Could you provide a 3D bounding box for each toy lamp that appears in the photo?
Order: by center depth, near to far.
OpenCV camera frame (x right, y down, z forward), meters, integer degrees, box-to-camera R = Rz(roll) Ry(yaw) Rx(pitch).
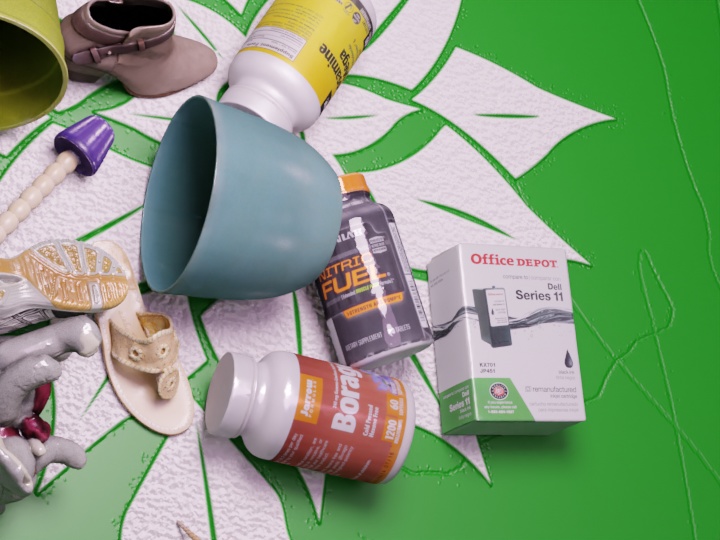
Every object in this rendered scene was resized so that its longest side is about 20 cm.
[{"bbox_3d":[-0.323,-0.080,1.685,0.058,0.058,0.200,43,64,-7],"label":"toy lamp"}]

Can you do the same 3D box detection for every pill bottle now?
[{"bbox_3d":[-0.052,0.146,1.709,0.198,0.112,0.113,15,69,-21],"label":"pill bottle"},{"bbox_3d":[0.000,0.000,1.784,0.105,0.106,0.202,-14,80,-28],"label":"pill bottle"},{"bbox_3d":[-0.073,-0.224,1.814,0.112,0.112,0.201,37,63,-10],"label":"pill bottle"}]

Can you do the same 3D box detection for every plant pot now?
[{"bbox_3d":[-0.383,-0.274,1.652,0.198,0.200,0.195,11,58,-22],"label":"plant pot"},{"bbox_3d":[-0.114,-0.060,1.701,0.160,0.200,0.203,13,69,-26],"label":"plant pot"}]

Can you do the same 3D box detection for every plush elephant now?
[{"bbox_3d":[-0.323,0.145,1.560,0.199,0.164,0.156,-19,91,-30],"label":"plush elephant"}]

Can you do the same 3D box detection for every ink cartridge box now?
[{"bbox_3d":[0.160,0.076,1.848,0.145,0.083,0.202,2,73,-25],"label":"ink cartridge box"}]

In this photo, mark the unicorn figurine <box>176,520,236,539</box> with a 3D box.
[{"bbox_3d":[-0.087,0.328,1.657,0.136,0.074,0.202,-14,86,-17],"label":"unicorn figurine"}]

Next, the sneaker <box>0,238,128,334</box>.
[{"bbox_3d":[-0.329,0.021,1.634,0.198,0.088,0.076,-2,66,-28],"label":"sneaker"}]

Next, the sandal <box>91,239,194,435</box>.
[{"bbox_3d":[-0.221,0.064,1.679,0.077,0.070,0.213,-22,85,-29],"label":"sandal"}]

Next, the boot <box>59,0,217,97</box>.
[{"bbox_3d":[-0.220,-0.238,1.729,0.198,0.146,0.071,-9,76,-27],"label":"boot"}]
